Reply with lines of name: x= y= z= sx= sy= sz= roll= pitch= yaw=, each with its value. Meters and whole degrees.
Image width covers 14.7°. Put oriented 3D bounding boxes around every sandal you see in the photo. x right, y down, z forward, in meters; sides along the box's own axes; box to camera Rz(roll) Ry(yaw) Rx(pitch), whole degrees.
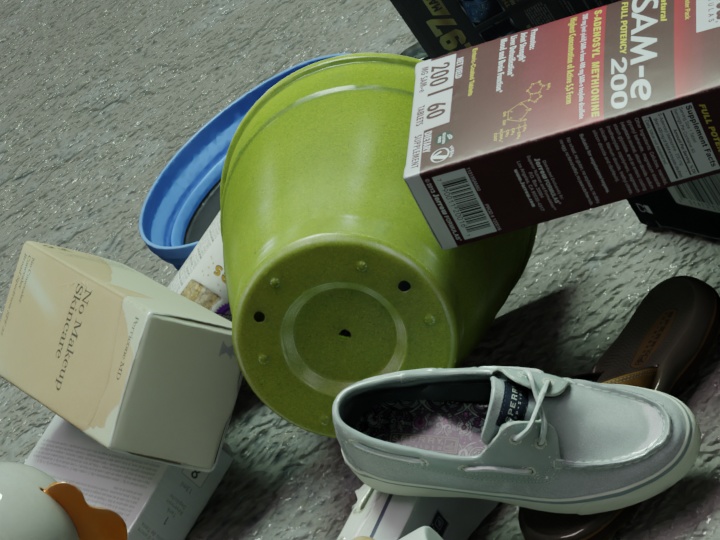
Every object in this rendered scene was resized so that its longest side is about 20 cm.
sandal: x=0.139 y=0.073 z=1.554 sx=0.082 sy=0.055 sz=0.200 roll=0 pitch=49 yaw=50

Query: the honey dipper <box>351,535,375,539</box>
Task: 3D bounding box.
honey dipper: x=-0.056 y=0.203 z=1.529 sx=0.200 sy=0.038 sz=0.038 roll=-42 pitch=20 yaw=34

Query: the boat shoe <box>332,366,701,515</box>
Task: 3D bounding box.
boat shoe: x=0.079 y=0.086 z=1.491 sx=0.200 sy=0.072 sz=0.070 roll=-1 pitch=64 yaw=18

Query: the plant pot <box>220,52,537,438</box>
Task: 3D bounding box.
plant pot: x=0.000 y=0.000 z=1.644 sx=0.200 sy=0.201 sz=0.193 roll=-26 pitch=19 yaw=18

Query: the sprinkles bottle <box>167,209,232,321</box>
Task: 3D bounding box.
sprinkles bottle: x=-0.088 y=0.011 z=1.822 sx=0.200 sy=0.068 sz=0.068 roll=-54 pitch=19 yaw=24

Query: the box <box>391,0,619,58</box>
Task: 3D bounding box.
box: x=0.123 y=-0.162 z=1.776 sx=0.157 sy=0.200 sz=0.051 roll=-28 pitch=30 yaw=16

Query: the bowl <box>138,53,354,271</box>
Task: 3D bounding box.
bowl: x=-0.062 y=-0.071 z=1.930 sx=0.200 sy=0.039 sz=0.201 roll=-30 pitch=26 yaw=16

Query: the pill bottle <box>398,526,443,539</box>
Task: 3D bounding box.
pill bottle: x=-0.026 y=0.223 z=1.441 sx=0.200 sy=0.117 sz=0.116 roll=-33 pitch=27 yaw=6

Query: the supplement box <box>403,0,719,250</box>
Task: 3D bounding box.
supplement box: x=0.128 y=-0.090 z=1.545 sx=0.199 sy=0.061 sz=0.109 roll=-16 pitch=38 yaw=18

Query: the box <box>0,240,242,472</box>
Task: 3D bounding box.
box: x=-0.154 y=0.052 z=1.756 sx=0.200 sy=0.077 sz=0.095 roll=22 pitch=96 yaw=58

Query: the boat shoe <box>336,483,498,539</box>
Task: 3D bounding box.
boat shoe: x=0.027 y=0.139 z=1.574 sx=0.066 sy=0.072 sz=0.201 roll=-2 pitch=50 yaw=41

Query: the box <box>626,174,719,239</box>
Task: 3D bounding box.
box: x=0.262 y=-0.120 z=1.658 sx=0.200 sy=0.118 sz=0.196 roll=-44 pitch=28 yaw=-18

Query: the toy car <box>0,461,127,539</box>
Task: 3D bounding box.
toy car: x=-0.237 y=0.182 z=1.699 sx=0.199 sy=0.178 sz=0.185 roll=-2 pitch=30 yaw=12

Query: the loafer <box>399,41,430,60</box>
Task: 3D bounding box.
loafer: x=0.114 y=-0.151 z=1.879 sx=0.199 sy=0.073 sz=0.072 roll=-10 pitch=24 yaw=-8

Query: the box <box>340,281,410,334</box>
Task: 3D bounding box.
box: x=0.018 y=-0.051 z=1.901 sx=0.157 sy=0.051 sz=0.200 roll=-33 pitch=27 yaw=8

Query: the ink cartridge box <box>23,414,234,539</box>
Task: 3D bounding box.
ink cartridge box: x=-0.187 y=0.179 z=1.794 sx=0.162 sy=0.057 sz=0.201 roll=6 pitch=62 yaw=53
